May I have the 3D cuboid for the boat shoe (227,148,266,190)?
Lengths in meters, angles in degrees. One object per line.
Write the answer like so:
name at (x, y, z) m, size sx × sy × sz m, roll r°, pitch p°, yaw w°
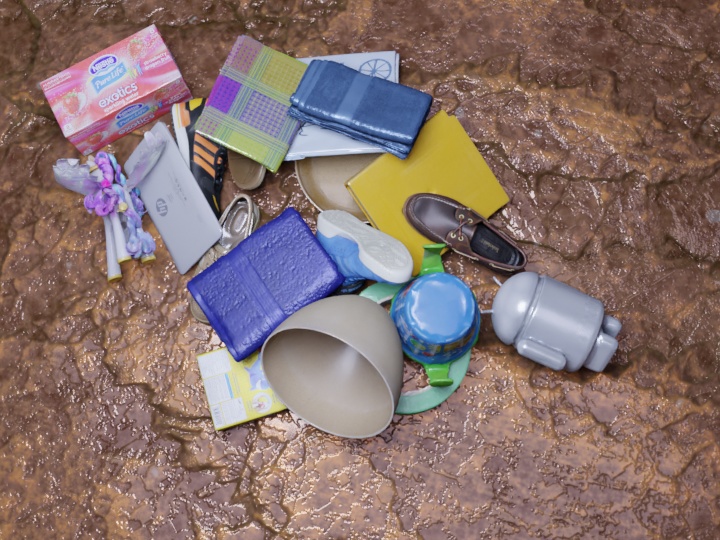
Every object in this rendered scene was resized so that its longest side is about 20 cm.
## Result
boat shoe at (-0.157, -0.213, 1.442) m, size 0.071 × 0.072 × 0.202 m, roll -12°, pitch 69°, yaw 23°

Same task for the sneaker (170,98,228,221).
sneaker at (-0.229, -0.173, 1.436) m, size 0.089 × 0.070 × 0.202 m, roll -16°, pitch 79°, yaw 0°

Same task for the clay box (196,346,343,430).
clay box at (-0.132, 0.154, 1.388) m, size 0.198 × 0.048 × 0.116 m, roll -16°, pitch 80°, yaw -3°

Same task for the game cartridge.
game cartridge at (0.102, -0.118, 1.414) m, size 0.199 × 0.032 × 0.177 m, roll -37°, pitch 100°, yaw -11°

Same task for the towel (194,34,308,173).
towel at (-0.149, -0.253, 1.394) m, size 0.142 × 0.023 × 0.202 m, roll 24°, pitch 63°, yaw -8°

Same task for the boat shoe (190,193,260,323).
boat shoe at (-0.210, -0.020, 1.411) m, size 0.071 × 0.065 × 0.202 m, roll 17°, pitch 80°, yaw 4°

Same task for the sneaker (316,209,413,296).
sneaker at (0.001, 0.000, 1.360) m, size 0.076 × 0.112 × 0.199 m, roll -16°, pitch 35°, yaw -37°

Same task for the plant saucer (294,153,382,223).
plant saucer at (-0.002, -0.168, 1.450) m, size 0.198 × 0.035 × 0.203 m, roll 0°, pitch 80°, yaw 1°

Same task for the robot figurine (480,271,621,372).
robot figurine at (0.276, 0.073, 1.364) m, size 0.198 × 0.114 × 0.170 m, roll 22°, pitch 40°, yaw 4°

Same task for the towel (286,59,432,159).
towel at (0.001, -0.241, 1.375) m, size 0.198 × 0.049 × 0.112 m, roll 20°, pitch 60°, yaw 12°

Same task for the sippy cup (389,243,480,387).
sippy cup at (0.108, 0.061, 1.312) m, size 0.139 × 0.130 × 0.178 m, roll -37°, pitch 82°, yaw -6°

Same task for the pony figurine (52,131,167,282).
pony figurine at (-0.361, -0.103, 1.374) m, size 0.165 × 0.193 × 0.202 m, roll -15°, pitch 81°, yaw -25°

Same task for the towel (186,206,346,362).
towel at (-0.135, 0.020, 1.347) m, size 0.199 × 0.050 × 0.148 m, roll -37°, pitch 71°, yaw 1°

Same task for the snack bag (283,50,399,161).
snack bag at (-0.030, -0.251, 1.430) m, size 0.186 × 0.021 × 0.202 m, roll -3°, pitch 60°, yaw 4°

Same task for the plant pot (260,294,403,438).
plant pot at (-0.020, 0.112, 1.292) m, size 0.199 × 0.201 × 0.135 m, roll 29°, pitch 46°, yaw 6°

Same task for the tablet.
tablet at (-0.286, -0.107, 1.412) m, size 0.014 × 0.130 × 0.201 m, roll -18°, pitch 75°, yaw -48°

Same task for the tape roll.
tape roll at (0.065, 0.112, 1.393) m, size 0.198 × 0.048 × 0.203 m, roll 0°, pitch 79°, yaw 1°

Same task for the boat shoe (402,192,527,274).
boat shoe at (0.158, -0.057, 1.379) m, size 0.198 × 0.070 × 0.071 m, roll 25°, pitch 88°, yaw -12°

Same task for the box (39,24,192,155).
box at (-0.374, -0.278, 1.444) m, size 0.199 × 0.095 × 0.103 m, roll -28°, pitch 80°, yaw -4°
